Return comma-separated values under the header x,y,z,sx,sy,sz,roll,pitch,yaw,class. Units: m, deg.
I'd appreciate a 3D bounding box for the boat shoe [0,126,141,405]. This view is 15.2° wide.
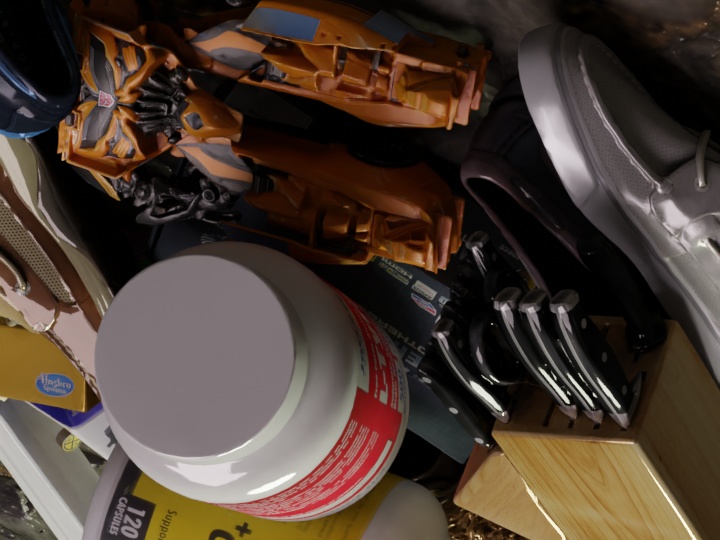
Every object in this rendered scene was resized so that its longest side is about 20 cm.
x,y,z,sx,sy,sz,roll,pitch,yaw,class
-0.156,-0.014,1.247,0.074,0.076,0.200,-25,106,8,boat shoe

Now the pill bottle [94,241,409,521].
x,y,z,sx,sy,sz,roll,pitch,yaw,class
-0.048,0.049,1.177,0.112,0.112,0.200,20,176,13,pill bottle

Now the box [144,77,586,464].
x,y,z,sx,sy,sz,roll,pitch,yaw,class
0.000,0.000,1.298,0.200,0.051,0.158,34,154,2,box

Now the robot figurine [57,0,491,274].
x,y,z,sx,sy,sz,roll,pitch,yaw,class
-0.048,-0.071,1.176,0.200,0.058,0.145,14,118,13,robot figurine

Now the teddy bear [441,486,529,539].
x,y,z,sx,sy,sz,roll,pitch,yaw,class
0.104,0.124,1.370,0.145,0.067,0.200,24,147,-28,teddy bear

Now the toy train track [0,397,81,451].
x,y,z,sx,sy,sz,roll,pitch,yaw,class
-0.162,0.092,1.531,0.115,0.033,0.200,45,-177,36,toy train track

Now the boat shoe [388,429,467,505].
x,y,z,sx,sy,sz,roll,pitch,yaw,class
0.024,0.096,1.428,0.200,0.072,0.060,39,164,-27,boat shoe

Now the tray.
x,y,z,sx,sy,sz,roll,pitch,yaw,class
-0.193,0.094,1.542,0.200,0.022,0.107,58,-176,-26,tray

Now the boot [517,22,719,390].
x,y,z,sx,sy,sz,roll,pitch,yaw,class
0.152,-0.036,1.110,0.096,0.074,0.200,-22,123,29,boot

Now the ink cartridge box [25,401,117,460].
x,y,z,sx,sy,sz,roll,pitch,yaw,class
-0.133,0.069,1.472,0.200,0.043,0.198,39,-178,-28,ink cartridge box

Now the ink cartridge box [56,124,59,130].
x,y,z,sx,sy,sz,roll,pitch,yaw,class
-0.245,-0.088,1.343,0.200,0.088,0.145,1,143,39,ink cartridge box

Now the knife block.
x,y,z,sx,sy,sz,roll,pitch,yaw,class
0.116,0.062,1.127,0.200,0.064,0.176,26,151,-5,knife block

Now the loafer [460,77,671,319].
x,y,z,sx,sy,sz,roll,pitch,yaw,class
0.102,0.011,1.179,0.072,0.063,0.200,-8,122,46,loafer

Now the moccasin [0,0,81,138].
x,y,z,sx,sy,sz,roll,pitch,yaw,class
-0.167,-0.154,1.129,0.200,0.080,0.068,58,155,-12,moccasin

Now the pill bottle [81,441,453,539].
x,y,z,sx,sy,sz,roll,pitch,yaw,class
-0.027,0.143,1.314,0.200,0.112,0.112,19,153,16,pill bottle

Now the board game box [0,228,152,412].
x,y,z,sx,sy,sz,roll,pitch,yaw,class
-0.190,0.014,1.393,0.200,0.153,0.040,8,111,23,board game box
